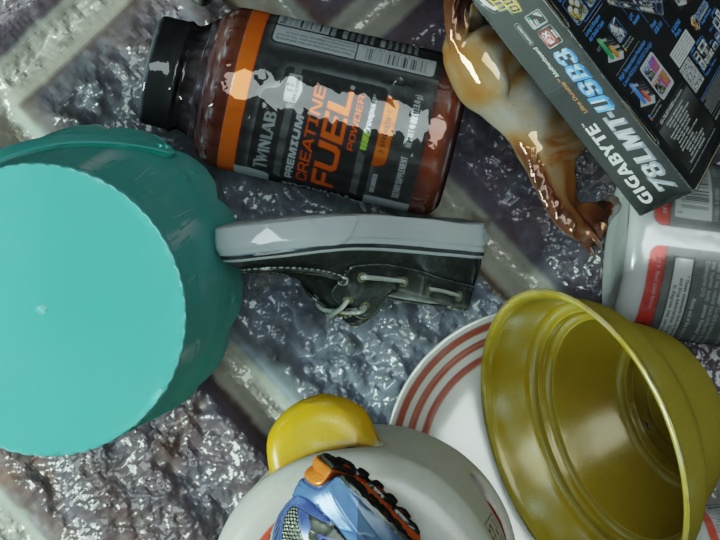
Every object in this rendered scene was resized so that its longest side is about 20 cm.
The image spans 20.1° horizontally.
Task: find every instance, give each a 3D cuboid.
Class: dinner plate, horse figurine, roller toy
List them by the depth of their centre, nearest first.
[{"bbox_3d":[0.005,0.190,1.244,0.182,0.140,0.200,25,98,6],"label":"roller toy"},{"bbox_3d":[0.105,-0.120,1.259,0.200,0.050,0.133,50,53,-22],"label":"horse figurine"},{"bbox_3d":[0.115,0.124,1.325,0.200,0.024,0.200,0,86,-1],"label":"dinner plate"}]

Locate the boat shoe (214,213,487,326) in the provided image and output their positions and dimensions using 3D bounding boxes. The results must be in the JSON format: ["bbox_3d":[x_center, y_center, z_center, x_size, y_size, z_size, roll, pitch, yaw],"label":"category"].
[{"bbox_3d":[0.000,0.000,1.270,0.200,0.072,0.071,1,91,-34],"label":"boat shoe"}]

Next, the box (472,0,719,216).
[{"bbox_3d":[0.161,-0.167,1.249,0.199,0.050,0.200,49,43,-14],"label":"box"}]

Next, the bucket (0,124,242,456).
[{"bbox_3d":[-0.179,0.013,1.246,0.207,0.135,0.207,1,98,8],"label":"bucket"}]

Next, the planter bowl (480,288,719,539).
[{"bbox_3d":[0.165,0.097,1.244,0.083,0.200,0.200,-17,87,-29],"label":"planter bowl"}]

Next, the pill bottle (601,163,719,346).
[{"bbox_3d":[0.261,-0.005,1.290,0.200,0.116,0.116,8,86,-1],"label":"pill bottle"}]

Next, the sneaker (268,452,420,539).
[{"bbox_3d":[0.026,0.196,1.147,0.078,0.075,0.200,-45,82,8],"label":"sneaker"}]

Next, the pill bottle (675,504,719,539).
[{"bbox_3d":[0.298,0.198,1.278,0.200,0.112,0.112,-3,87,-7],"label":"pill bottle"}]

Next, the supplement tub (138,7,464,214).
[{"bbox_3d":[-0.037,-0.106,1.294,0.200,0.107,0.107,12,86,0],"label":"supplement tub"}]

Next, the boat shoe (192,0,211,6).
[{"bbox_3d":[-0.059,-0.244,1.285,0.065,0.073,0.200,47,129,-6],"label":"boat shoe"}]
